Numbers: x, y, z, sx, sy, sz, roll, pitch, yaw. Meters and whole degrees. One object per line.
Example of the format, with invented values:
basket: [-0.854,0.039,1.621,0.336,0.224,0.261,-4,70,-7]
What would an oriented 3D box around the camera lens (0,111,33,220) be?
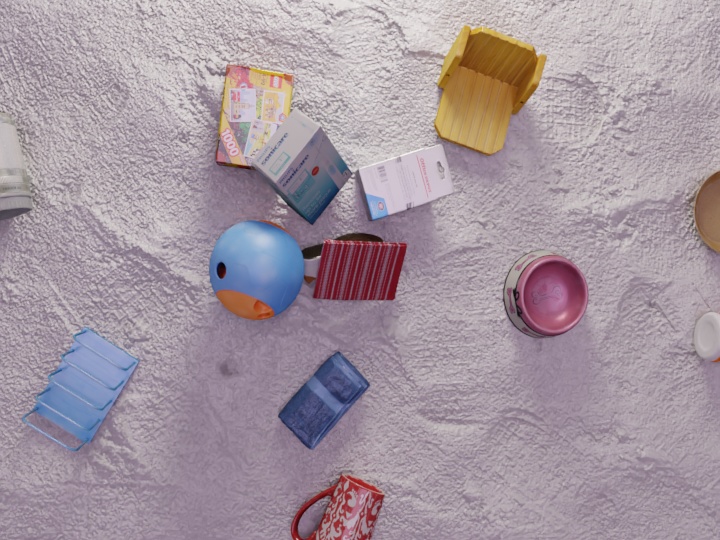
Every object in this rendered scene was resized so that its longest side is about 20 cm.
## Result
camera lens: [-0.750,-0.206,1.454,0.155,0.160,0.206,-14,93,-7]

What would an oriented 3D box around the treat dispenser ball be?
treat dispenser ball: [-0.213,-0.001,1.512,0.194,0.201,0.208,0,91,-8]

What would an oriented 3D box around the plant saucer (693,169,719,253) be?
plant saucer: [0.874,-0.139,1.749,0.194,0.035,0.207,0,90,-8]

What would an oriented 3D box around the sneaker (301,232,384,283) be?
sneaker: [-0.040,-0.024,1.616,0.195,0.073,0.087,-13,126,-15]

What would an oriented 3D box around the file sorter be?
file sorter: [-0.572,0.243,1.505,0.137,0.123,0.203,32,86,-8]

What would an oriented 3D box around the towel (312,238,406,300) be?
towel: [0.000,0.000,1.587,0.194,0.023,0.148,2,120,-20]

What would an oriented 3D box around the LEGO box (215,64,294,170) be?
LEGO box: [-0.225,-0.318,1.569,0.144,0.077,0.207,6,90,-8]

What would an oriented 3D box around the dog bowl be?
dog bowl: [0.428,0.056,1.669,0.194,0.074,0.207,0,91,-8]

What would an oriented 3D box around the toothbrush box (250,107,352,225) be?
toothbrush box: [-0.117,-0.211,1.521,0.085,0.200,0.147,36,83,29]

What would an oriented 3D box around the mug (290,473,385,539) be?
mug: [-0.048,0.548,1.581,0.174,0.133,0.205,24,84,-9]

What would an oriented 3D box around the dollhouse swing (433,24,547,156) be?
dollhouse swing: [0.273,-0.385,1.602,0.195,0.182,0.180,18,68,-8]

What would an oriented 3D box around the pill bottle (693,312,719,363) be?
pill bottle: [0.896,0.166,1.717,0.194,0.113,0.117,8,90,-9]

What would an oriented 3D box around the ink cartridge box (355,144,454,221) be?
ink cartridge box: [0.098,-0.193,1.622,0.195,0.067,0.119,-17,93,-7]

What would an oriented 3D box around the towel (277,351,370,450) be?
towel: [-0.081,0.285,1.612,0.112,0.049,0.200,44,85,-5]
